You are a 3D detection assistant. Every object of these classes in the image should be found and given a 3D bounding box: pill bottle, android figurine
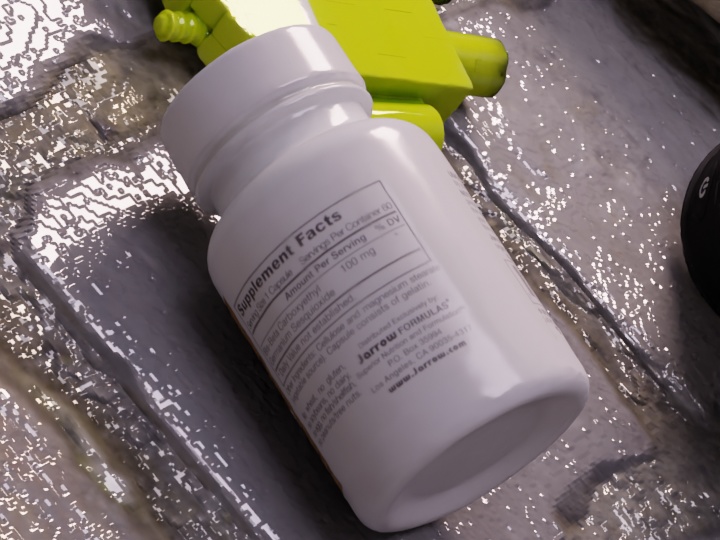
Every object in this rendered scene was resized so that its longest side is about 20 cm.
[{"bbox_3d":[0.000,0.000,1.257,0.114,0.114,0.201,-12,62,-45],"label":"pill bottle"},{"bbox_3d":[-0.023,-0.128,1.419,0.199,0.041,0.183,1,54,-40],"label":"android figurine"}]

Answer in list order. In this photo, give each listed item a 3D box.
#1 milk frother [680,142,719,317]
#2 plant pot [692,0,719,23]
[{"bbox_3d":[0.275,-0.005,1.408,0.199,0.188,0.182,2,78,-11],"label":"milk frother"},{"bbox_3d":[0.200,-0.229,1.602,0.183,0.201,0.201,32,38,7],"label":"plant pot"}]
